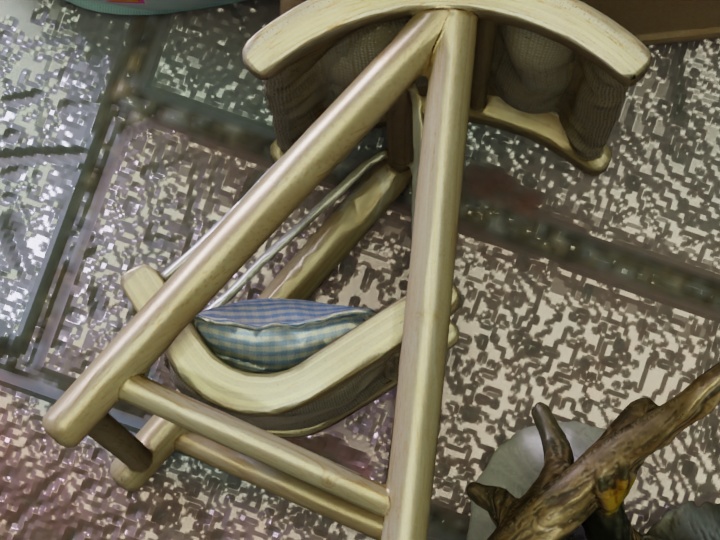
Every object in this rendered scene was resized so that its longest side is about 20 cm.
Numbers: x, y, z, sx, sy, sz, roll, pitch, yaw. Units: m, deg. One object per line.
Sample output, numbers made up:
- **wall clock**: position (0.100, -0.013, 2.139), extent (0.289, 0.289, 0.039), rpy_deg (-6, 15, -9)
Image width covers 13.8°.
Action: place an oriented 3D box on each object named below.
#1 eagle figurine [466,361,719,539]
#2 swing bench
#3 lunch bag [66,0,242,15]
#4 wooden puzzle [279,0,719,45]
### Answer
- **eagle figurine**: position (0.115, 0.147, 1.041), extent (0.200, 0.152, 0.151), rpy_deg (48, 50, -22)
- **swing bench**: position (0.000, 0.000, 1.025), extent (0.130, 0.199, 0.200), rpy_deg (24, 83, 4)
- **lunch bag**: position (-0.055, -0.163, 1.065), extent (0.199, 0.170, 0.122), rpy_deg (-8, 82, -3)
- **wooden puzzle**: position (0.063, -0.107, 1.034), extent (0.185, 0.200, 0.037), rpy_deg (-6, 82, -3)
